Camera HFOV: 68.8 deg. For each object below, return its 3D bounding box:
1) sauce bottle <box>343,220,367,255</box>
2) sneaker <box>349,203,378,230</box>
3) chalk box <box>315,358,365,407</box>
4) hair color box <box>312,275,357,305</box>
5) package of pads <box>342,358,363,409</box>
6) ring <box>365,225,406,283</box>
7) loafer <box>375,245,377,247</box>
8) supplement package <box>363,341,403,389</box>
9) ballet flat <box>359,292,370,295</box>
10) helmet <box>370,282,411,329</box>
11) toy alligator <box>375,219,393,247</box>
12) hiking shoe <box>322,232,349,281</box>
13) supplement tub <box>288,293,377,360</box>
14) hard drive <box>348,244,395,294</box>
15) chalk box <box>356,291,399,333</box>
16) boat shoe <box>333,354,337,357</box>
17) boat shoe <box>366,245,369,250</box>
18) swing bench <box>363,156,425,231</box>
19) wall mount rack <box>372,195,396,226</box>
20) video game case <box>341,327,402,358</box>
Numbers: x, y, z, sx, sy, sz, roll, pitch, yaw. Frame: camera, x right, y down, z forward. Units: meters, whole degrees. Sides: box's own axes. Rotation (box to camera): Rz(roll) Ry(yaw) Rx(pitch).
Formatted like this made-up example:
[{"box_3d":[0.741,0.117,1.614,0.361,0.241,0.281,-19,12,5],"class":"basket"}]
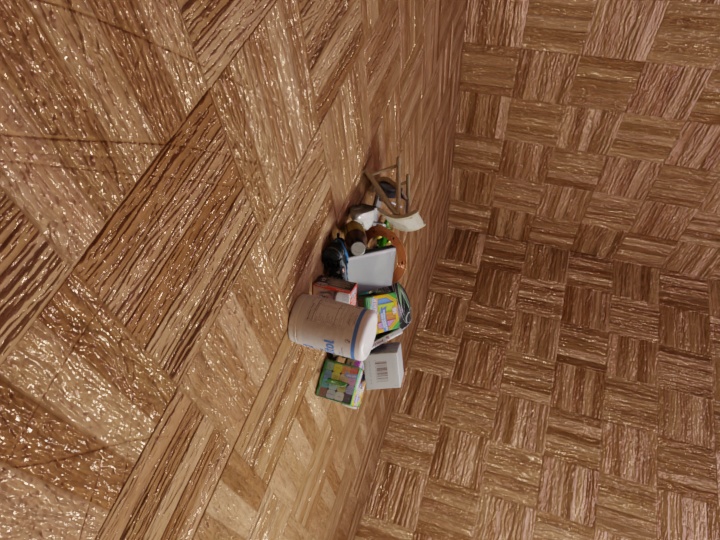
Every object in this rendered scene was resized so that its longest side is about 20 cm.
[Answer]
[{"box_3d":[-0.015,-0.089,1.490,0.200,0.064,0.065,-99,-165,-70],"class":"sauce bottle"},{"box_3d":[0.012,-0.163,1.645,0.200,0.070,0.081,-27,131,-73],"class":"sneaker"},{"box_3d":[-0.062,0.363,1.699,0.200,0.124,0.125,63,41,-70],"class":"chalk box"},{"box_3d":[-0.074,0.121,1.469,0.064,0.110,0.201,-56,154,-56],"class":"hair color box"},{"box_3d":[-0.026,0.421,2.005,0.201,0.068,0.155,84,23,-51],"class":"package of pads"},{"box_3d":[0.075,-0.052,1.734,0.019,0.200,0.202,-26,131,-45],"class":"ring"},{"box_3d":[0.052,-0.027,1.951,0.200,0.071,0.063,-68,147,-56],"class":"loafer"},{"box_3d":[0.080,0.318,1.774,0.200,0.116,0.118,-8,91,-82],"class":"supplement package"},{"box_3d":[-0.008,0.119,1.833,0.200,0.069,0.070,-60,158,-51],"class":"ballet flat"},{"box_3d":[0.092,0.128,1.968,0.192,0.199,0.200,67,26,-16],"class":"helmet"},{"box_3d":[0.080,-0.113,1.972,0.054,0.059,0.201,-25,-132,51],"class":"toy alligator"},{"box_3d":[-0.057,-0.003,1.500,0.201,0.074,0.087,89,20,-44],"class":"hiking shoe"},{"box_3d":[-0.067,0.142,1.329,0.132,0.199,0.133,12,90,-75],"class":"supplement tub"},{"box_3d":[0.017,0.002,1.654,0.199,0.033,0.140,-13,123,-31],"class":"hard drive"},{"box_3d":[0.015,0.142,1.686,0.199,0.124,0.125,-8,91,-48],"class":"chalk box"},{"box_3d":[-0.050,0.236,1.772,0.065,0.074,0.202,62,23,-2],"class":"boat shoe"},{"box_3d":[-0.001,0.000,1.731,0.202,0.071,0.066,94,11,-48],"class":"boat shoe"},{"box_3d":[0.115,-0.230,1.706,0.199,0.129,0.201,30,43,-74],"class":"swing bench"},{"box_3d":[0.090,-0.204,1.903,0.174,0.074,0.201,36,68,-75],"class":"wall mount rack"},{"box_3d":[0.033,0.249,1.786,0.023,0.181,0.200,64,-18,3],"class":"video game case"}]
